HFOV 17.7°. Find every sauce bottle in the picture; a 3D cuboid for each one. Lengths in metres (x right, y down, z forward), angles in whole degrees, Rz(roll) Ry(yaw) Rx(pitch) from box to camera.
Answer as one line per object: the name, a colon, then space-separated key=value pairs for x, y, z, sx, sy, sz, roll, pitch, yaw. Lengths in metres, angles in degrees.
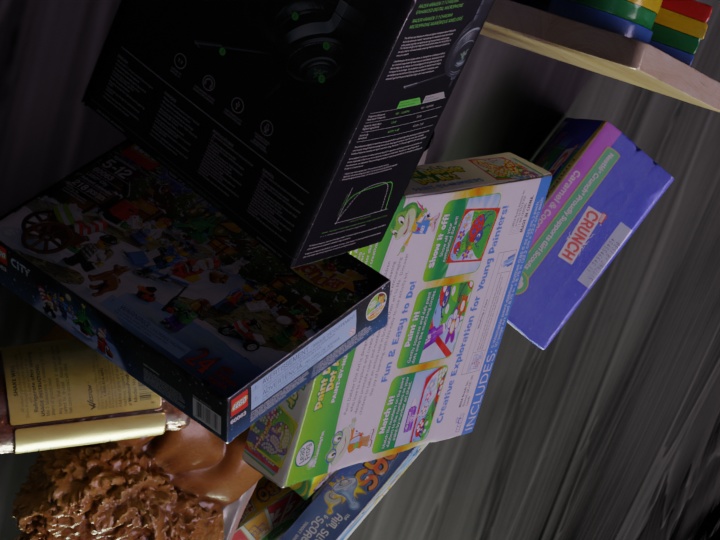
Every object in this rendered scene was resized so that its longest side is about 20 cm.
sauce bottle: x=-0.200 y=0.074 z=1.339 sx=0.200 sy=0.066 sz=0.066 roll=-5 pitch=141 yaw=-12

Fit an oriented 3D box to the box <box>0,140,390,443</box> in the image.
box: x=-0.101 y=0.004 z=1.349 sx=0.137 sy=0.200 sz=0.038 roll=-36 pitch=145 yaw=-35

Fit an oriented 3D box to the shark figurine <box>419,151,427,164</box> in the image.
shark figurine: x=0.041 y=-0.050 z=1.700 sx=0.128 sy=0.089 sz=0.215 roll=-45 pitch=155 yaw=-14

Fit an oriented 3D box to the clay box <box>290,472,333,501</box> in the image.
clay box: x=-0.012 y=0.096 z=1.653 sx=0.115 sy=0.048 sz=0.200 roll=-48 pitch=171 yaw=-16

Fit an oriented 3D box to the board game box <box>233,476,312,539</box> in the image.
board game box: x=-0.084 y=0.216 z=1.813 sx=0.096 sy=0.030 sz=0.200 roll=-34 pitch=162 yaw=-20

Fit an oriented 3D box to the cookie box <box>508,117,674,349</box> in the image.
cookie box: x=0.157 y=-0.035 z=1.853 sx=0.171 sy=0.075 sz=0.200 roll=-52 pitch=-174 yaw=1

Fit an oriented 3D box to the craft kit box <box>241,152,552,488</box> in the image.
craft kit box: x=0.025 y=0.029 z=1.494 sx=0.197 sy=0.048 sz=0.200 roll=-12 pitch=125 yaw=-51

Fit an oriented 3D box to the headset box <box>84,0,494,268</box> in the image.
headset box: x=-0.037 y=-0.135 z=1.302 sx=0.093 sy=0.174 sz=0.200 roll=-18 pitch=139 yaw=-53

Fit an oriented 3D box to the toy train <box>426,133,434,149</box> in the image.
toy train: x=-0.023 y=-0.058 z=1.544 sx=0.034 sy=0.046 sz=0.200 roll=28 pitch=132 yaw=-31

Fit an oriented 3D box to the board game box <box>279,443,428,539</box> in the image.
board game box: x=-0.001 y=0.165 z=1.759 sx=0.200 sy=0.034 sz=0.135 roll=-49 pitch=174 yaw=-12

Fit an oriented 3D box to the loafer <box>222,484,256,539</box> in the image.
loafer: x=-0.116 y=0.181 z=1.590 sx=0.200 sy=0.072 sz=0.063 roll=-60 pitch=166 yaw=2

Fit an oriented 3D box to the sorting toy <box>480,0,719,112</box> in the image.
sorting toy: x=0.141 y=-0.181 z=1.565 sx=0.200 sy=0.199 sz=0.070 roll=11 pitch=99 yaw=-65

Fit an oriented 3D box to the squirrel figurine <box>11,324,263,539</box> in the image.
squirrel figurine: x=-0.143 y=0.101 z=1.475 sx=0.187 sy=0.141 sz=0.200 roll=25 pitch=84 yaw=-59
